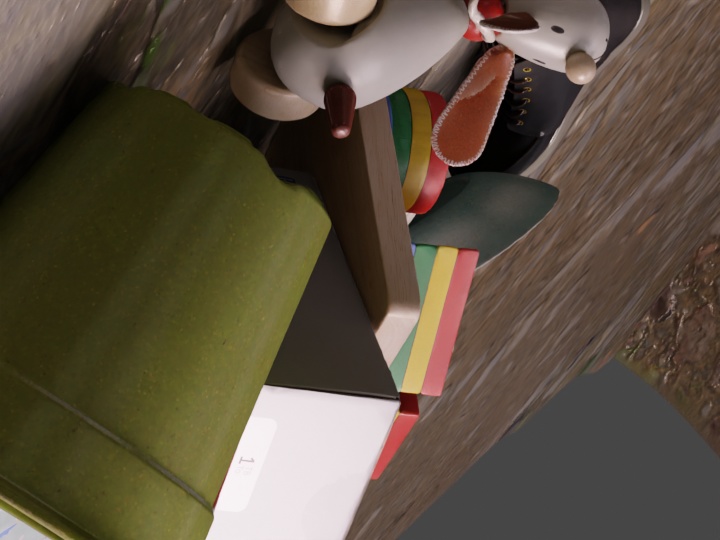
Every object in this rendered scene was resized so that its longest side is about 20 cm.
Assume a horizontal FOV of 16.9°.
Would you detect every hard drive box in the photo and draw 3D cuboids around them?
[{"bbox_3d":[-0.059,0.061,1.247,0.077,0.200,0.156,8,122,-22],"label":"hard drive box"}]

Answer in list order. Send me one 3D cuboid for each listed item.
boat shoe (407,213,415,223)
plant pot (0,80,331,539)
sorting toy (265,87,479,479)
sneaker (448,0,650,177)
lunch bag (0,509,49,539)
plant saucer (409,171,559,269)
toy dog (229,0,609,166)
[{"bbox_3d":[-0.024,-0.030,1.530,0.200,0.073,0.062,-55,-148,3],"label":"boat shoe"},{"bbox_3d":[-0.113,0.023,1.083,0.190,0.200,0.200,-59,171,-10],"label":"plant pot"},{"bbox_3d":[0.000,0.000,1.323,0.069,0.200,0.199,6,142,-20],"label":"sorting toy"},{"bbox_3d":[0.098,-0.128,1.615,0.106,0.075,0.200,-11,144,-51],"label":"sneaker"},{"bbox_3d":[-0.205,0.128,1.290,0.160,0.077,0.200,-41,167,-32],"label":"lunch bag"},{"bbox_3d":[0.035,-0.021,1.597,0.201,0.039,0.201,-28,-169,6],"label":"plant saucer"},{"bbox_3d":[0.037,-0.105,1.194,0.200,0.096,0.132,-14,146,-7],"label":"toy dog"}]
